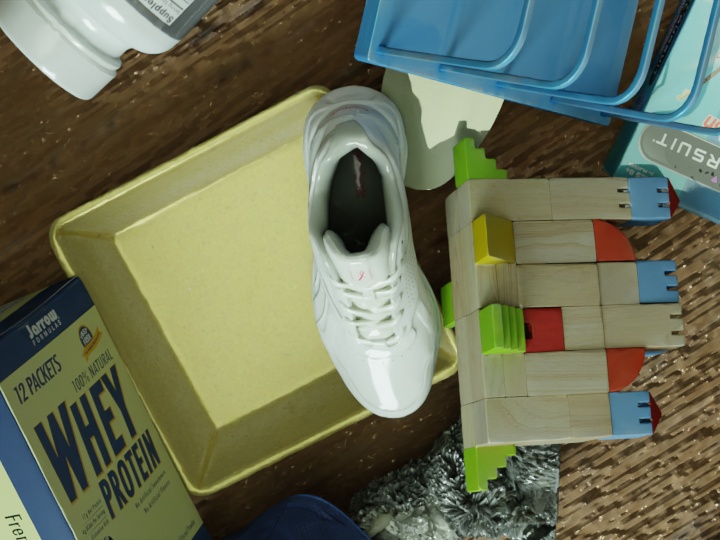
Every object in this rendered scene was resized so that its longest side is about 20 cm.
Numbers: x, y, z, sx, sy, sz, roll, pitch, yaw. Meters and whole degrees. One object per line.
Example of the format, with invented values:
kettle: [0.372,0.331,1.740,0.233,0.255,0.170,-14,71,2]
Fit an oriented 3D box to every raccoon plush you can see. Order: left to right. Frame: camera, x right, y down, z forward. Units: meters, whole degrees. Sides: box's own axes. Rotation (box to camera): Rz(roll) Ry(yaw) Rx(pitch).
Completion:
raccoon plush: [0.060,0.100,0.998,0.133,0.097,0.202,3,77,4]

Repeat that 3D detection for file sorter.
file sorter: [0.122,-0.158,0.856,0.199,0.122,0.140,9,97,-40]

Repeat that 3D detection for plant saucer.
plant saucer: [-0.064,0.012,0.988,0.199,0.048,0.201,-26,101,6]

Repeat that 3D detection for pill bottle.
pill bottle: [-0.120,-0.198,0.911,0.200,0.111,0.111,-44,98,9]

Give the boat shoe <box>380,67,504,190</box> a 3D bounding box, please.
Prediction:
boat shoe: [0.058,-0.149,0.944,0.073,0.063,0.203,12,99,0]

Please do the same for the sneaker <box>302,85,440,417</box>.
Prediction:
sneaker: [0.000,0.000,0.907,0.077,0.099,0.202,-10,106,7]

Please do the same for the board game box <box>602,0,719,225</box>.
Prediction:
board game box: [0.260,-0.121,0.956,0.150,0.047,0.201,23,101,-4]

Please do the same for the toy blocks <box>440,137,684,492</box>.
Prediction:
toy blocks: [0.127,0.025,0.922,0.135,0.100,0.202,-1,80,-13]

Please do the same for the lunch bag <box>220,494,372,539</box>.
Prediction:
lunch bag: [-0.064,0.250,0.965,0.136,0.133,0.200,42,133,-7]

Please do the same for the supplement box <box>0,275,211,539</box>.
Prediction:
supplement box: [-0.234,0.142,0.951,0.199,0.134,0.201,-21,102,20]
